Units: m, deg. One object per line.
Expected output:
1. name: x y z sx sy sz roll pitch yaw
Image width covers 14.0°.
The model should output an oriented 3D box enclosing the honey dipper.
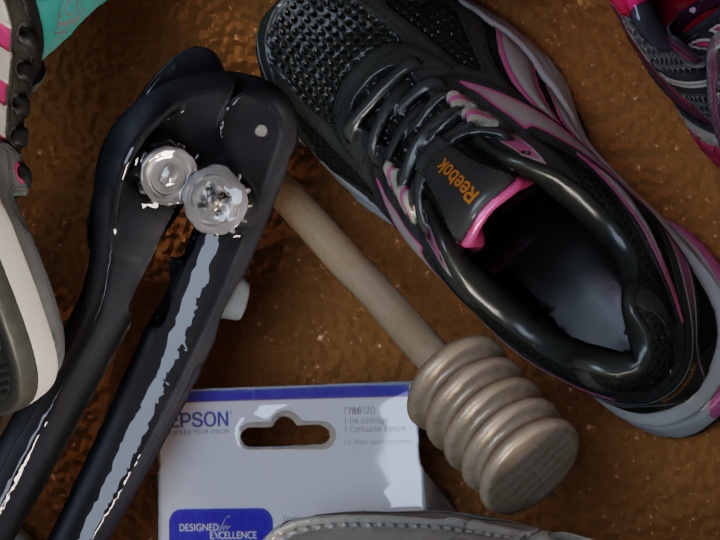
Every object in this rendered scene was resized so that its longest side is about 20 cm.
1. honey dipper: 0.000 0.000 0.956 0.038 0.038 0.200 -49 54 12

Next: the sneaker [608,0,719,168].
1. sneaker: 0.138 -0.053 0.849 0.081 0.075 0.200 -52 31 -8

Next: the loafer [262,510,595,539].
1. loafer: 0.044 0.104 0.870 0.199 0.070 0.070 6 72 33

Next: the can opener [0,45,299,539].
1. can opener: -0.076 0.025 0.964 0.063 0.079 0.201 21 90 -2

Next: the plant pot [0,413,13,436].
1. plant pot: -0.209 0.029 0.989 0.174 0.200 0.201 27 97 8

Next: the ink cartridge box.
1. ink cartridge box: -0.017 0.138 0.974 0.099 0.039 0.202 -2 87 22

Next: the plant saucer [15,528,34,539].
1. plant saucer: -0.180 0.173 1.032 0.199 0.050 0.202 -2 85 22

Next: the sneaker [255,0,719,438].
1. sneaker: 0.042 -0.030 0.936 0.200 0.086 0.081 39 99 20

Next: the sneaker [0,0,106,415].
1. sneaker: -0.115 -0.064 0.934 0.083 0.120 0.201 -20 95 53
